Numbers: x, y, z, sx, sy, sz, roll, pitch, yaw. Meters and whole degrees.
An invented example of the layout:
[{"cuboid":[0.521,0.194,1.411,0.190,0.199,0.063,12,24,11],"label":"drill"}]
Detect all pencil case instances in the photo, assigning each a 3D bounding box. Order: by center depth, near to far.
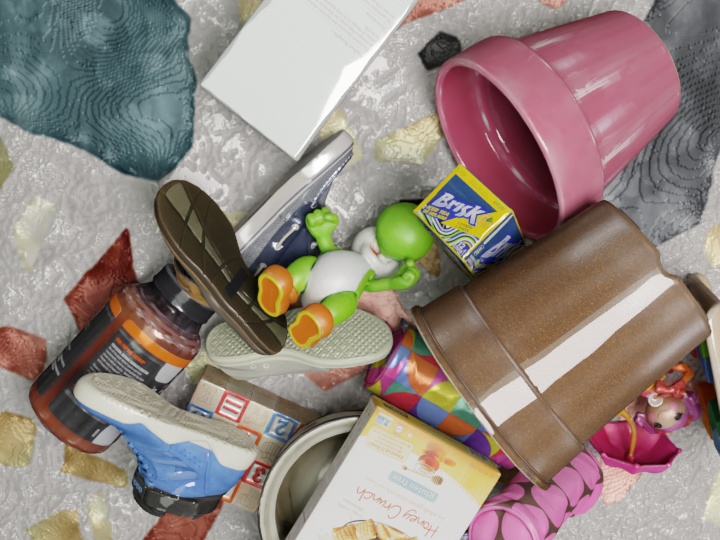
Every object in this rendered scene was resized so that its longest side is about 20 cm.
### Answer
[{"cuboid":[0.184,0.250,0.942,0.091,0.200,0.094,8,105,35],"label":"pencil case"},{"cuboid":[0.100,0.133,0.973,0.200,0.088,0.088,33,97,-8],"label":"pencil case"}]

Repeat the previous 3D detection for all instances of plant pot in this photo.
[{"cuboid":[0.183,0.056,0.802,0.198,0.200,0.200,-37,99,7],"label":"plant pot"},{"cuboid":[0.201,-0.156,0.885,0.179,0.200,0.200,-31,100,-12],"label":"plant pot"}]

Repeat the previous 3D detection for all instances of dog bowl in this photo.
[{"cuboid":[-0.006,0.233,0.930,0.200,0.074,0.200,-1,101,-8],"label":"dog bowl"}]

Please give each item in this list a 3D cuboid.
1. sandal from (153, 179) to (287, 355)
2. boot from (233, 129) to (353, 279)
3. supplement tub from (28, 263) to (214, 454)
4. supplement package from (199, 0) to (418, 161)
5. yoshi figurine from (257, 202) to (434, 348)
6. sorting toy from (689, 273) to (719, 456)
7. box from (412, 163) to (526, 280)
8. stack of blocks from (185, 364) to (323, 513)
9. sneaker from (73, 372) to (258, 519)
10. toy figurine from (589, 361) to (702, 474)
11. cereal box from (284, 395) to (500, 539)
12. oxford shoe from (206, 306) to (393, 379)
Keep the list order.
[{"cuboid":[-0.146,0.004,0.903,0.055,0.082,0.200,-23,110,35],"label":"sandal"},{"cuboid":[-0.060,-0.051,0.947,0.200,0.073,0.090,-43,104,14],"label":"boot"},{"cuboid":[-0.240,0.087,0.938,0.107,0.107,0.200,43,96,-8],"label":"supplement tub"},{"cuboid":[-0.048,-0.222,0.889,0.117,0.117,0.200,38,95,-9],"label":"supplement package"},{"cuboid":[0.001,-0.012,0.896,0.200,0.112,0.113,-32,115,-37],"label":"yoshi figurine"},{"cuboid":[0.361,0.108,0.923,0.036,0.200,0.185,-11,96,18],"label":"sorting toy"},{"cuboid":[0.114,-0.032,0.882,0.064,0.200,0.070,-45,71,3],"label":"box"},{"cuboid":[-0.103,0.200,0.987,0.200,0.059,0.115,25,98,-7],"label":"stack of blocks"},{"cuboid":[-0.209,0.183,0.891,0.200,0.077,0.111,30,98,-33],"label":"sneaker"},{"cuboid":[0.290,0.129,0.958,0.200,0.150,0.184,-32,112,19],"label":"toy figurine"},{"cuboid":[0.023,0.241,0.877,0.144,0.040,0.200,29,95,-11],"label":"cereal box"},{"cuboid":[-0.063,0.080,0.956,0.200,0.075,0.058,-6,141,11],"label":"oxford shoe"}]
